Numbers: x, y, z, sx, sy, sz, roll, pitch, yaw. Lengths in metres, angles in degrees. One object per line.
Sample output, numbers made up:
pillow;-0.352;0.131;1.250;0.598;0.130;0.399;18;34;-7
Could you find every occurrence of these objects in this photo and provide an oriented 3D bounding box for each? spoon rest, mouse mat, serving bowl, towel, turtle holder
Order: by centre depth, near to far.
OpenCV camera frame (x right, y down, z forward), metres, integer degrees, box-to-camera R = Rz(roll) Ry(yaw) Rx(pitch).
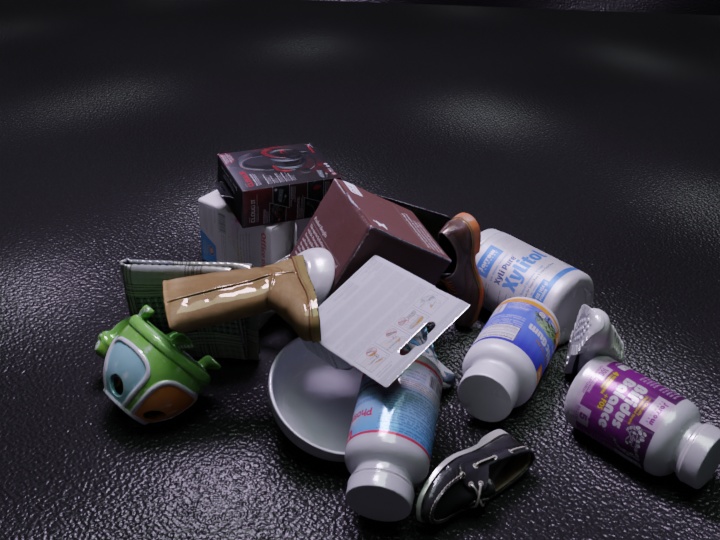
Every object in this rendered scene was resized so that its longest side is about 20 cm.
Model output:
serving bowl;-0.037;0.184;1.242;0.199;0.066;0.201;12;46;-12
turtle holder;-0.307;0.131;1.262;0.185;0.141;0.132;37;81;8
towel;-0.248;0.065;1.330;0.198;0.194;0.035;1;38;1
spoon rest;-0.113;0.026;1.346;0.199;0.060;0.100;-18;59;35
mouse mat;0.098;-0.047;1.531;0.160;0.201;0.008;19;60;25

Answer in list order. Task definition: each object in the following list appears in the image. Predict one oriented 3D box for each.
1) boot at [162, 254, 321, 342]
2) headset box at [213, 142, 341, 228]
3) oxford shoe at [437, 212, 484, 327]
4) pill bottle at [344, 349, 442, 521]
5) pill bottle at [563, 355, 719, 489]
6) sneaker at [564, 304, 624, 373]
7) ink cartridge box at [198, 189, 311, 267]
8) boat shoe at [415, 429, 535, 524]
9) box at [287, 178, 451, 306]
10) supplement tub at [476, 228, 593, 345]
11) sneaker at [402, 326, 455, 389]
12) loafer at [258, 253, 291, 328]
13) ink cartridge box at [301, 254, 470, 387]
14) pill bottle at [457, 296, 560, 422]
boot;-0.159;0.054;1.194;0.198;0.067;0.175;-11;32;-8
headset box;-0.152;-0.149;1.541;0.199;0.075;0.149;-10;35;-22
oxford shoe;0.150;0.009;1.432;0.073;0.201;0.071;-29;33;-36
pill bottle;0.040;0.208;1.131;0.108;0.109;0.201;7;47;9
pill bottle;0.387;0.207;1.209;0.112;0.113;0.199;-25;40;-36
sneaker;0.352;0.106;1.308;0.080;0.200;0.077;13;72;11
ink cartridge box;-0.175;-0.065;1.598;0.199;0.129;0.125;23;38;28
boat shoe;0.150;0.270;1.139;0.060;0.074;0.199;22;29;37
box;0.000;0.000;1.387;0.163;0.201;0.166;21;21;-32
supplement tub;0.271;0.026;1.475;0.131;0.133;0.199;-25;41;-36
sneaker;0.076;0.099;1.310;0.200;0.087;0.078;39;-3;-20
loafer;-0.147;0.031;1.460;0.070;0.070;0.200;29;55;19
ink cartridge box;0.031;0.075;1.191;0.162;0.057;0.200;-42;45;-18
pill bottle;0.218;0.133;1.318;0.111;0.113;0.200;16;35;21
